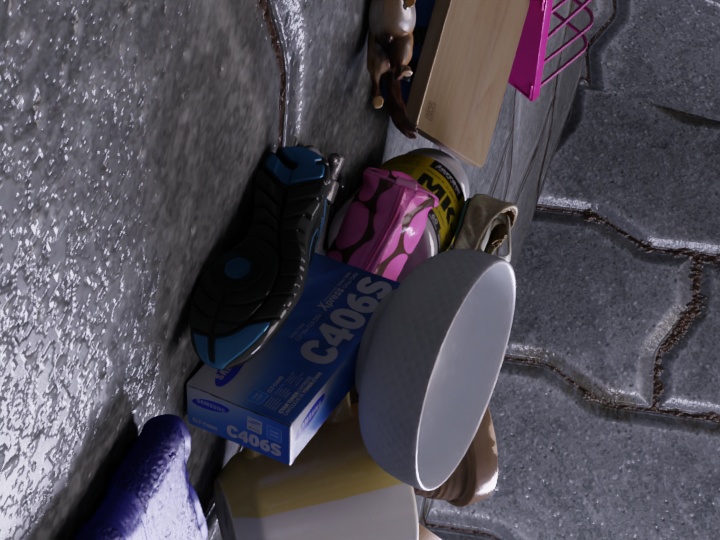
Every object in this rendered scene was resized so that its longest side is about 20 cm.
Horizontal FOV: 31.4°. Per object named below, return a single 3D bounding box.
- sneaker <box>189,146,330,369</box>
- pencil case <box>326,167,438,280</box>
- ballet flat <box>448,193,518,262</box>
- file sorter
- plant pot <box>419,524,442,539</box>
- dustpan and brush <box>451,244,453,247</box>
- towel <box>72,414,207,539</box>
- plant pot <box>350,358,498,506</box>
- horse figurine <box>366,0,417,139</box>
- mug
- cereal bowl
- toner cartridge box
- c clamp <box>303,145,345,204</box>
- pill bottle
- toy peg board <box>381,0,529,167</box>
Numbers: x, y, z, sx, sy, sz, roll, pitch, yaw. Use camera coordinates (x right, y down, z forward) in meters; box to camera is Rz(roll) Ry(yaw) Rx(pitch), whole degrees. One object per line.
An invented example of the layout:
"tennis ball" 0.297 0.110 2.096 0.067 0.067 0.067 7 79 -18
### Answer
"sneaker" -0.067 0.002 0.973 0.082 0.073 0.201 89 21 -53
"pencil case" 0.000 0.000 1.186 0.201 0.090 0.094 -64 172 -3
"ballet flat" 0.116 -0.008 1.292 0.068 0.062 0.201 84 22 -46
"file sorter" 0.207 -0.337 1.541 0.125 0.139 0.200 -40 157 -18
"plant pot" -0.020 0.364 1.529 0.201 0.186 0.186 -57 166 -10
"dustpan and brush" 0.053 -0.027 1.479 0.200 0.139 0.057 -89 155 -74
"towel" -0.170 0.210 0.864 0.200 0.049 0.148 -62 157 -44
"plant pot" 0.044 0.136 1.217 0.201 0.092 0.202 163 -90 -73
"horse figurine" 0.032 -0.225 1.158 0.133 0.050 0.201 -90 -178 -65
"mug" -0.052 0.189 1.137 0.150 0.152 0.187 120 -45 -66
"cereal bowl" 0.052 0.073 1.044 0.200 0.083 0.201 -49 149 -44
"toner cartridge box" -0.047 0.065 1.037 0.200 0.095 0.043 -49 150 -47
"c clamp" -0.054 -0.022 1.122 0.171 0.027 0.201 72 37 -69
"pill bottle" 0.047 -0.057 1.346 0.200 0.114 0.115 -52 156 -62
"toy peg board" 0.083 -0.235 1.372 0.199 0.097 0.201 18 88 -63
